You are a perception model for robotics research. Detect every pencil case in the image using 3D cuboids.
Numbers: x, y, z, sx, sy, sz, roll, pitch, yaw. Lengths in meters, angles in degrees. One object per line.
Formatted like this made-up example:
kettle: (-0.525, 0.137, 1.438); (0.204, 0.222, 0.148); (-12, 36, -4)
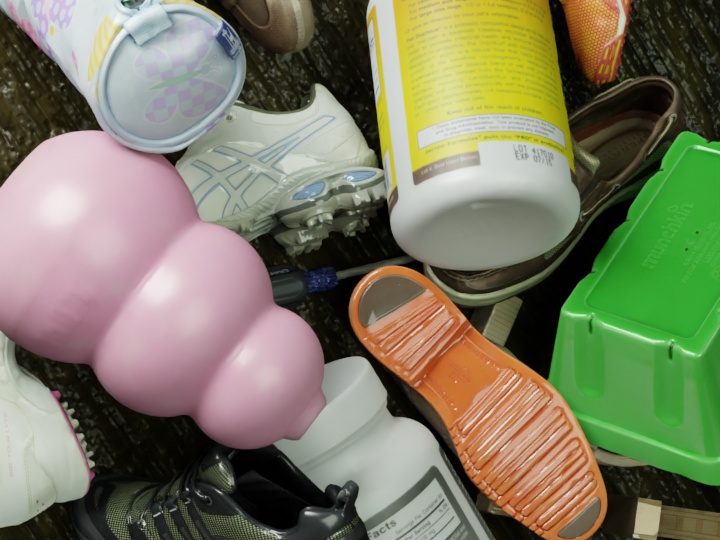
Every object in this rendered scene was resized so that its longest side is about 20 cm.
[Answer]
pencil case: (-0.137, -0.137, 1.268); (0.083, 0.200, 0.091); (-42, 127, -2)

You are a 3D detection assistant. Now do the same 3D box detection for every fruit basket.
fruit basket: (0.217, 0.049, 1.437); (0.216, 0.155, 0.216); (-38, 137, -46)

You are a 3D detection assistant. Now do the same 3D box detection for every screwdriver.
screwdriver: (0.000, 0.000, 1.422); (0.200, 0.029, 0.028); (-13, 95, -23)

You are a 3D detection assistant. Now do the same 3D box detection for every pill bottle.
pill bottle: (0.013, 0.157, 1.378); (0.116, 0.116, 0.200); (-35, 103, -21)
pill bottle: (0.062, -0.109, 1.382); (0.109, 0.109, 0.200); (7, 61, -24)

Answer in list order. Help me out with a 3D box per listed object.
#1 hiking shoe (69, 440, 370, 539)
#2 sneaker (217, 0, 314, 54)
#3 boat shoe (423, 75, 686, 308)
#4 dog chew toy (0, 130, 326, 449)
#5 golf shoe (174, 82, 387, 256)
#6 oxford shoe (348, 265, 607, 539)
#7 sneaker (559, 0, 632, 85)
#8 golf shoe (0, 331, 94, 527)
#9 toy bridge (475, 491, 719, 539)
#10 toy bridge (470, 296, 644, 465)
hiking shoe: (-0.075, 0.126, 1.301); (0.076, 0.200, 0.101); (-38, 131, -50)
sneaker: (-0.104, -0.201, 1.359); (0.075, 0.070, 0.200); (-31, 92, -21)
boat shoe: (0.118, -0.057, 1.441); (0.075, 0.075, 0.202); (41, 61, 20)
dog chew toy: (-0.104, 0.019, 1.241); (0.200, 0.125, 0.125); (38, 74, 1)
golf shoe: (-0.086, -0.049, 1.373); (0.200, 0.078, 0.097); (-16, 75, -26)
oxford shoe: (0.072, 0.077, 1.406); (0.071, 0.073, 0.200); (-39, 88, -4)
sneaker: (0.127, -0.212, 1.472); (0.077, 0.073, 0.200); (-8, 89, -2)
golf shoe: (-0.224, 0.052, 1.297); (0.091, 0.075, 0.200); (-30, 98, -14)
toy bridge: (0.168, 0.152, 1.471); (0.200, 0.067, 0.027); (10, 84, -12)
toy bridge: (0.144, 0.081, 1.478); (0.200, 0.027, 0.067); (27, 78, -20)
